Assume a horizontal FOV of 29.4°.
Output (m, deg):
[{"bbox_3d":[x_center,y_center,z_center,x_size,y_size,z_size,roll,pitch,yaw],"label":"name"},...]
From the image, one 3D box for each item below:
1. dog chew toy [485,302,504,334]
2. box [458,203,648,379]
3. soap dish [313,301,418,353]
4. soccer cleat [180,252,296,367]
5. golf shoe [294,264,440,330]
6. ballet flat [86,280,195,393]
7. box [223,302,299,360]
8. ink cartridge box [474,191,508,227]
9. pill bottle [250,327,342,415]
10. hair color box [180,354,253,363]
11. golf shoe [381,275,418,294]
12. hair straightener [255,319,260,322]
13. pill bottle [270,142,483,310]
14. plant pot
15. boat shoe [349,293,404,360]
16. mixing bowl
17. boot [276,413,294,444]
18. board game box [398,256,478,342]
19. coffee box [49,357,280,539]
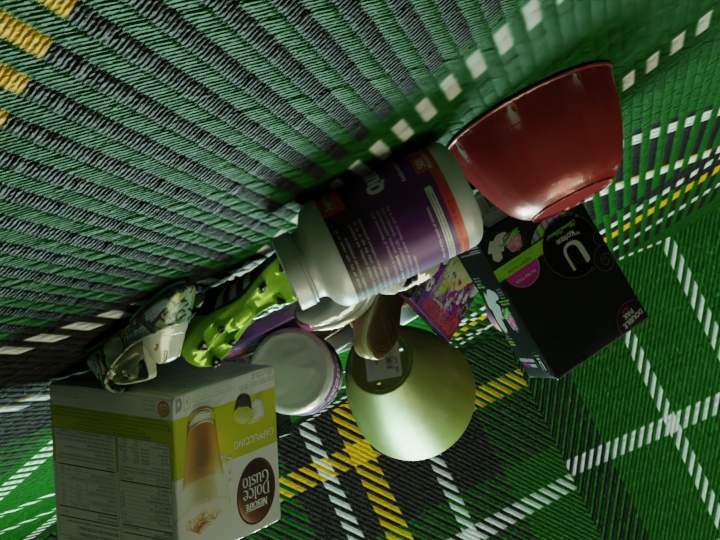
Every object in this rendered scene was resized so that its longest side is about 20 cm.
[{"bbox_3d":[0.215,-0.004,1.854,0.123,0.202,0.125,7,151,4],"label":"dog chew toy"},{"bbox_3d":[0.237,0.014,1.729,0.148,0.201,0.124,-31,-177,-10],"label":"box"},{"bbox_3d":[0.031,0.040,1.966,0.156,0.082,0.199,-16,167,-47],"label":"soap dish"},{"bbox_3d":[-0.125,0.026,1.520,0.199,0.068,0.081,-39,-142,-12],"label":"soccer cleat"},{"bbox_3d":[0.000,0.000,1.689,0.198,0.076,0.092,-30,136,-4],"label":"golf shoe"},{"bbox_3d":[-0.228,0.079,1.490,0.074,0.075,0.200,-18,167,-42],"label":"ballet flat"},{"bbox_3d":[-0.104,0.060,1.827,0.198,0.039,0.137,-28,172,13],"label":"box"},{"bbox_3d":[0.236,-0.132,1.735,0.162,0.057,0.200,-31,-172,26],"label":"ink cartridge box"},{"bbox_3d":[-0.081,0.139,1.853,0.111,0.113,0.200,-26,173,2],"label":"pill bottle"},{"bbox_3d":[-0.204,0.151,1.868,0.061,0.102,0.200,-30,170,21],"label":"hair color box"},{"bbox_3d":[0.020,-0.021,1.547,0.077,0.095,0.199,-28,170,23],"label":"golf shoe"},{"bbox_3d":[-0.100,0.036,1.686,0.199,0.041,0.077,-36,169,22],"label":"hair straightener"},{"bbox_3d":[0.015,-0.039,1.363,0.198,0.114,0.113,-25,171,-4],"label":"pill bottle"},{"bbox_3d":[0.052,0.149,1.906,0.185,0.189,0.200,-27,156,5],"label":"plant pot"},{"bbox_3d":[0.014,0.048,1.774,0.066,0.075,0.201,-9,-150,20],"label":"boat shoe"},{"bbox_3d":[0.198,-0.120,1.437,0.198,0.109,0.200,-25,171,-4],"label":"mixing bowl"},{"bbox_3d":[-0.175,0.229,1.876,0.129,0.068,0.200,-23,171,10],"label":"boot"},{"bbox_3d":[0.115,0.013,1.858,0.121,0.032,0.200,-56,154,-5],"label":"board game box"},{"bbox_3d":[-0.232,0.221,1.652,0.198,0.201,0.199,2,-172,33],"label":"coffee box"}]
